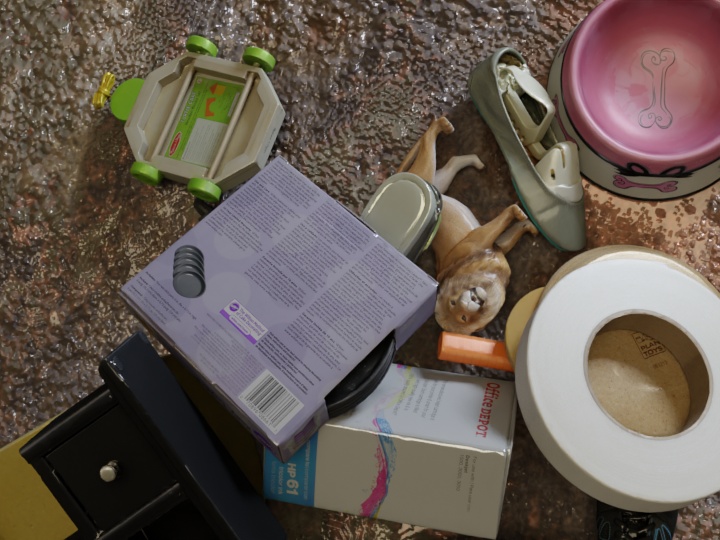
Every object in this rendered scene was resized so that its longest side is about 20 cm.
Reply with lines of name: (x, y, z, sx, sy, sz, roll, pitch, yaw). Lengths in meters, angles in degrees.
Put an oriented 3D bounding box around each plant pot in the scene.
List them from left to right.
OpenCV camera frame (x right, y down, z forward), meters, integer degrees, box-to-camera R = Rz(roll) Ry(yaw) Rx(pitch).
plant pot: (-0.186, 0.202, 0.823, 0.193, 0.195, 0.201, -30, 89, 4)

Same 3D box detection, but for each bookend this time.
bookend: (-0.190, 0.187, 0.684, 0.198, 0.092, 0.201, -33, 96, 5)

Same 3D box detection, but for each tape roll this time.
tape roll: (0.223, 0.087, 0.747, 0.200, 0.037, 0.205, 3, 65, -6)

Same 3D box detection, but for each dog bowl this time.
dog bowl: (0.269, -0.169, 0.849, 0.197, 0.074, 0.203, -1, 82, 9)

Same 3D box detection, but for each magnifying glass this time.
magnifying glass: (0.166, 0.083, 0.827, 0.198, 0.022, 0.080, 11, 59, -5)

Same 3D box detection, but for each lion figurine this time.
lion figurine: (0.082, -0.043, 0.874, 0.122, 0.072, 0.201, -39, 63, 11)

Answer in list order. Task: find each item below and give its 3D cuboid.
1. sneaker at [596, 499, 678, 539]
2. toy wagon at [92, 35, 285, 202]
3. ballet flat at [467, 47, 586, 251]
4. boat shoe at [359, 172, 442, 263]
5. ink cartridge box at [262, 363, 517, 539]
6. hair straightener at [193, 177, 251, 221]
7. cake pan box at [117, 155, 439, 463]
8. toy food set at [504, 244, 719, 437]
sneaker: (0.236, 0.228, 0.794, 0.072, 0.082, 0.203, 1, 81, 12)
toy wagon: (-0.174, -0.156, 0.929, 0.198, 0.040, 0.157, 16, 76, 21)
ballet flat: (0.162, -0.114, 0.857, 0.064, 0.067, 0.202, -41, 70, 48)
boat shoe: (0.002, 0.002, 0.838, 0.072, 0.060, 0.202, 44, 104, 19)
ink cartridge box: (0.031, 0.143, 0.801, 0.197, 0.145, 0.086, 6, 107, 11)
hair straightener: (-0.084, -0.036, 0.914, 0.199, 0.041, 0.077, 38, 86, 17)
cake pan box: (-0.062, 0.026, 0.757, 0.199, 0.052, 0.184, 38, 70, 20)
toy food set: (0.238, 0.072, 0.803, 0.199, 0.049, 0.198, -33, 73, -21)
